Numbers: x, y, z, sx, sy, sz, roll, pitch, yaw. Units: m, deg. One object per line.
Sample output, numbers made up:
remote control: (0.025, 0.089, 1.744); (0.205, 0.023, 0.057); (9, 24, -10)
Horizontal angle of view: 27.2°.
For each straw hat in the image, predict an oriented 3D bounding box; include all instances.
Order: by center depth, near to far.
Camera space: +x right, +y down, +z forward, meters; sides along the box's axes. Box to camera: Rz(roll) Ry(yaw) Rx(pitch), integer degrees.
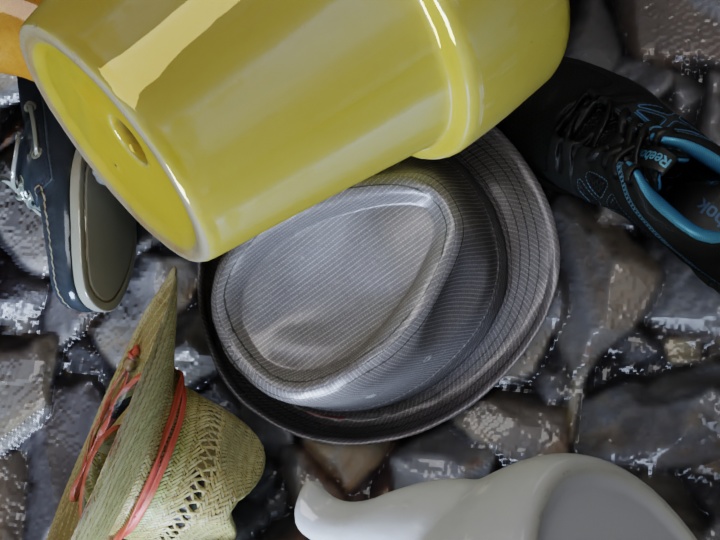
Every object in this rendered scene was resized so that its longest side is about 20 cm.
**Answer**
straw hat: (-0.095, 0.101, 0.758); (0.085, 0.201, 0.203); (25, 81, -11)

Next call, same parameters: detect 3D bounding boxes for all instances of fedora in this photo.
fedora: (0.000, 0.000, 0.759); (0.199, 0.090, 0.178); (-28, 85, 10)

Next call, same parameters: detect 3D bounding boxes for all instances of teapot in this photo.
teapot: (0.078, 0.192, 0.669); (0.146, 0.197, 0.201); (-36, 43, 34)

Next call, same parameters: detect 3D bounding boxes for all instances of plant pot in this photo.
plant pot: (-0.039, -0.110, 0.667); (0.189, 0.201, 0.201); (-41, 66, -17)

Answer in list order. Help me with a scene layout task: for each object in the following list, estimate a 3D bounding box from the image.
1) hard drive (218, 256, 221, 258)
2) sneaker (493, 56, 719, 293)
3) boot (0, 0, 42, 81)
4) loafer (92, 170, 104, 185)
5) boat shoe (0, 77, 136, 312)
hard drive: (-0.041, -0.116, 0.859); (0.138, 0.033, 0.202); (-19, 69, 11)
sneaker: (0.143, -0.062, 0.761); (0.199, 0.082, 0.073); (34, 87, 24)
boot: (-0.212, -0.115, 0.749); (0.143, 0.071, 0.202); (-28, 67, -22)
loafer: (-0.087, -0.131, 0.830); (0.069, 0.075, 0.202); (21, 79, -10)
boat shoe: (-0.173, -0.066, 0.860); (0.061, 0.075, 0.202); (-12, 70, 11)
